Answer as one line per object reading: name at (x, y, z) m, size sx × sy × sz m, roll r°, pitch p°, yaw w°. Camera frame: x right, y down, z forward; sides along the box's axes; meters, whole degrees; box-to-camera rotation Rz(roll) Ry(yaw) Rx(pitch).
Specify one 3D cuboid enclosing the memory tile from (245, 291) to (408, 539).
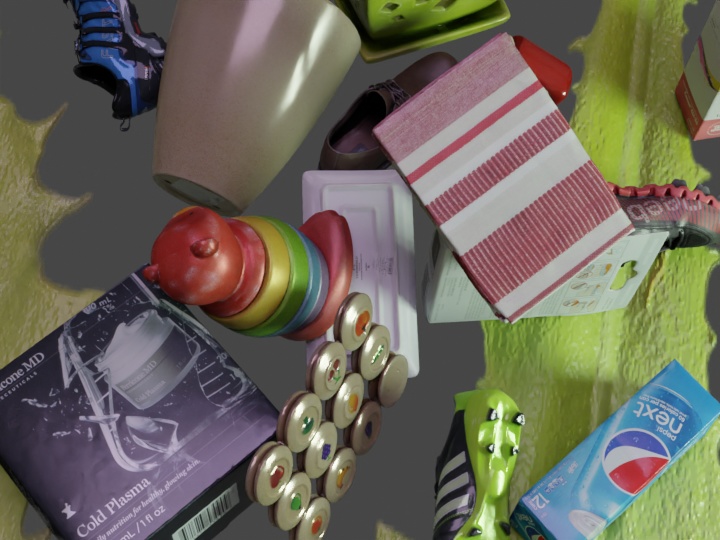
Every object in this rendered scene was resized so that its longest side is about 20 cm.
memory tile at (-0.023, 0.131, 1.081) m, size 0.017 × 0.154 × 0.201 m, roll 15°, pitch 62°, yaw 29°

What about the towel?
towel at (0.119, -0.076, 1.058) m, size 0.143 × 0.023 × 0.201 m, roll -36°, pitch 94°, yaw -6°

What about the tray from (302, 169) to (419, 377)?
tray at (0.000, 0.000, 1.192) m, size 0.106 × 0.022 × 0.203 m, roll -1°, pitch 77°, yaw -5°

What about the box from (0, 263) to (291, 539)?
box at (-0.194, 0.142, 1.081) m, size 0.199 × 0.124 × 0.197 m, roll -38°, pitch 69°, yaw -20°

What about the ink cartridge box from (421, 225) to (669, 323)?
ink cartridge box at (0.160, -0.009, 1.152) m, size 0.197 × 0.161 × 0.048 m, roll -5°, pitch 64°, yaw -6°

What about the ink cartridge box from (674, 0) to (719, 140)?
ink cartridge box at (0.396, -0.215, 1.246) m, size 0.115 × 0.201 × 0.068 m, roll -9°, pitch 63°, yaw -7°

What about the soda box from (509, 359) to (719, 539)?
soda box at (0.224, 0.171, 1.116) m, size 0.199 × 0.068 × 0.064 m, roll -38°, pitch 70°, yaw -20°

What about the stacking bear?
stacking bear at (-0.103, -0.002, 1.100) m, size 0.120 × 0.199 × 0.115 m, roll -18°, pitch 74°, yaw 27°

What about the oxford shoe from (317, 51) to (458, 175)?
oxford shoe at (0.037, -0.158, 1.265) m, size 0.072 × 0.085 × 0.200 m, roll 35°, pitch 65°, yaw 16°

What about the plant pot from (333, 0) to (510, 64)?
plant pot at (0.054, -0.340, 1.302) m, size 0.198 × 0.182 × 0.201 m, roll -19°, pitch 65°, yaw -12°

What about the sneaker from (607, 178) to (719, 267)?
sneaker at (0.264, -0.039, 1.224) m, size 0.198 × 0.071 × 0.099 m, roll 9°, pitch 63°, yaw 4°

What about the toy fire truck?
toy fire truck at (0.137, -0.156, 1.185) m, size 0.128 × 0.200 × 0.177 m, roll 29°, pitch 63°, yaw -12°

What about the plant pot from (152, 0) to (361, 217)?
plant pot at (-0.121, -0.162, 1.219) m, size 0.185 × 0.187 × 0.202 m, roll 20°, pitch 77°, yaw 7°

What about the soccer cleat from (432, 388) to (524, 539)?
soccer cleat at (0.092, 0.202, 1.099) m, size 0.067 × 0.081 × 0.203 m, roll 17°, pitch 81°, yaw -26°

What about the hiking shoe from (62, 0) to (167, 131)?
hiking shoe at (-0.264, -0.239, 1.294) m, size 0.086 × 0.075 × 0.200 m, roll -34°, pitch 70°, yaw -19°
